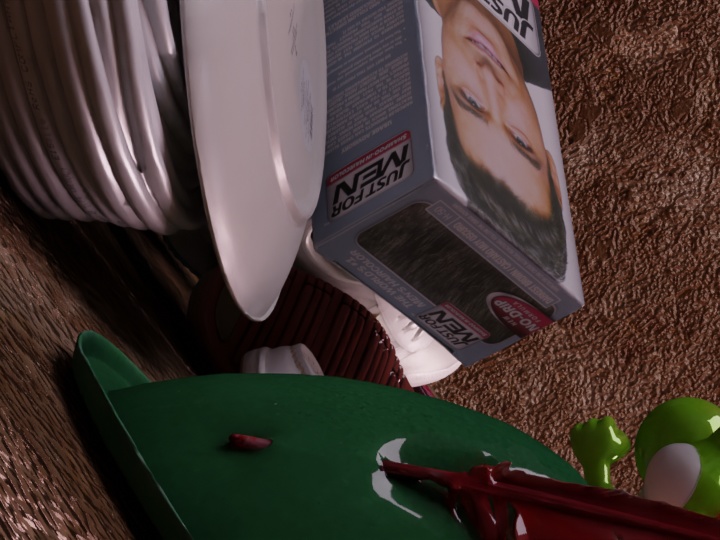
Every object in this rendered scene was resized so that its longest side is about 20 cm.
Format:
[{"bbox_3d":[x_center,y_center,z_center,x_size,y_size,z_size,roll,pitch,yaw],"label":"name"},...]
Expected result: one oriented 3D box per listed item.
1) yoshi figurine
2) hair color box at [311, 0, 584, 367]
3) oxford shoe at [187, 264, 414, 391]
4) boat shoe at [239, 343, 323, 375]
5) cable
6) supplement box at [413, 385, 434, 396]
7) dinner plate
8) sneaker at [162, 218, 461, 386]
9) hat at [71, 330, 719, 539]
[{"bbox_3d":[0.149,0.141,1.369,0.112,0.200,0.112,55,2,29],"label":"yoshi figurine"},{"bbox_3d":[0.028,-0.073,0.970,0.099,0.061,0.200,37,35,-39],"label":"hair color box"},{"bbox_3d":[-0.017,0.060,1.007,0.075,0.071,0.200,9,-28,45],"label":"oxford shoe"},{"bbox_3d":[0.016,0.087,0.862,0.071,0.069,0.200,53,4,-44],"label":"boat shoe"},{"bbox_3d":[-0.086,-0.111,0.795,0.200,0.069,0.200,32,56,-81],"label":"cable"},{"bbox_3d":[0.011,0.077,1.157,0.200,0.061,0.109,56,1,16],"label":"supplement box"},{"bbox_3d":[-0.032,-0.083,0.838,0.200,0.024,0.201,-2,90,-83],"label":"dinner plate"},{"bbox_3d":[0.000,0.000,1.026,0.081,0.077,0.200,0,-21,34],"label":"sneaker"},{"bbox_3d":[0.048,0.051,0.665,0.200,0.176,0.166,55,2,4],"label":"hat"}]
